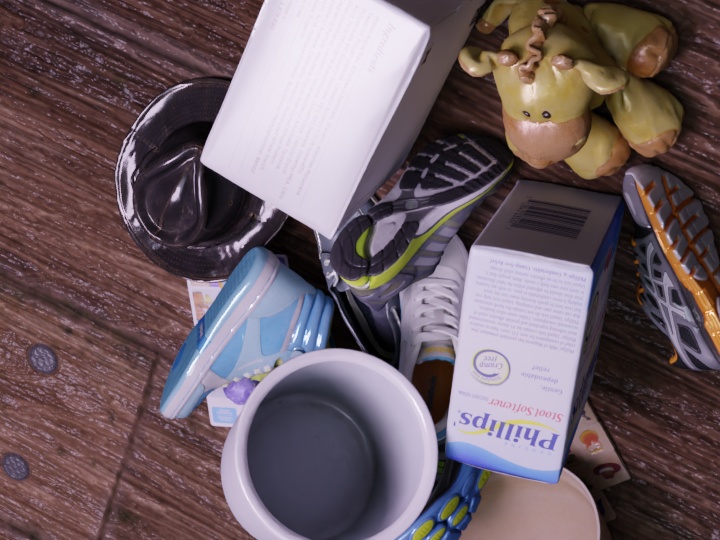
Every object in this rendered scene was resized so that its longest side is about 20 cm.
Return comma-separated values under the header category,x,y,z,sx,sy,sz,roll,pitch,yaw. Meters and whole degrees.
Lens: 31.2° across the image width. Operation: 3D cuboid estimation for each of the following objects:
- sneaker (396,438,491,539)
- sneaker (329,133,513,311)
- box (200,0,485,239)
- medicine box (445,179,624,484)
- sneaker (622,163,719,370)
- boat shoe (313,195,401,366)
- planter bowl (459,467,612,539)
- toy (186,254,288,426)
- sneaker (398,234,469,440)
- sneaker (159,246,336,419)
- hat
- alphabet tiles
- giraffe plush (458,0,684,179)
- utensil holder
category,x,y,z,sx,sy,sz,roll,pitch,yaw
sneaker,0.072,0.191,1.218,0.082,0.200,0.071,18,159,36
sneaker,0.057,-0.044,1.140,0.074,0.200,0.081,43,164,30
box,-0.009,-0.166,1.077,0.130,0.199,0.201,30,118,6
medicine box,0.152,0.047,1.116,0.102,0.182,0.201,11,115,15
sneaker,0.270,0.004,1.121,0.077,0.078,0.201,-21,97,44
boat shoe,0.000,0.000,1.218,0.072,0.062,0.201,-17,105,24
planter bowl,0.160,0.298,1.218,0.199,0.201,0.135,-20,130,25
toy,-0.120,0.080,1.302,0.114,0.047,0.201,2,111,20
sneaker,0.071,0.054,1.172,0.076,0.081,0.201,1,82,-2
sneaker,-0.098,0.087,1.237,0.130,0.080,0.200,30,113,-18
hat,-0.161,-0.082,1.212,0.199,0.081,0.202,3,99,19
alphabet tiles,0.155,0.196,1.275,0.199,0.008,0.168,-26,100,26
giraffe plush,0.164,-0.154,1.041,0.172,0.162,0.201,-20,104,25
utensil holder,-0.038,0.169,1.141,0.170,0.170,0.200,41,162,0
